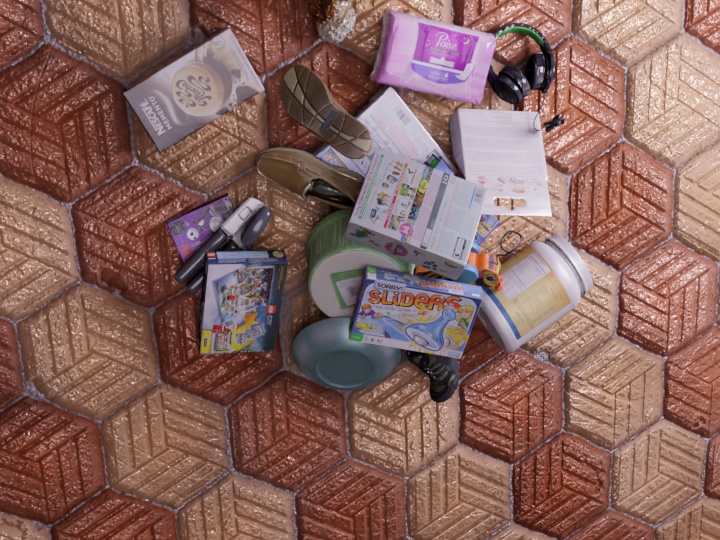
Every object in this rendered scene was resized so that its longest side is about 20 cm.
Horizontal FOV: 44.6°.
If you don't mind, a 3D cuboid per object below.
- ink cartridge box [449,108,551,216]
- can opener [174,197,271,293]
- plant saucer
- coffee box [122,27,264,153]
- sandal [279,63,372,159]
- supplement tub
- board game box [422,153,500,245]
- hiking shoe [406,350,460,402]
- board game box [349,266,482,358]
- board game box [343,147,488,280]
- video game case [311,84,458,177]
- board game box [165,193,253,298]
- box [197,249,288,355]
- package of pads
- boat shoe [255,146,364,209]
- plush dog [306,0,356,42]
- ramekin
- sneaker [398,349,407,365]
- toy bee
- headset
[{"bbox_3d":[0.246,-0.185,1.546,0.159,0.050,0.203,0,74,-14],"label":"ink cartridge box"},{"bbox_3d":[-0.230,-0.040,1.479,0.200,0.067,0.053,-45,110,1],"label":"can opener"},{"bbox_3d":[-0.026,0.163,1.573,0.198,0.039,0.203,1,135,1],"label":"plant saucer"},{"bbox_3d":[-0.271,-0.293,1.422,0.199,0.080,0.114,-33,111,-4],"label":"coffee box"},{"bbox_3d":[-0.059,-0.261,1.481,0.200,0.054,0.080,43,95,4],"label":"sandal"},{"bbox_3d":[0.312,0.039,1.621,0.199,0.145,0.145,-34,110,-3],"label":"supplement tub"},{"bbox_3d":[0.146,-0.096,1.567,0.135,0.034,0.200,-47,128,5],"label":"board game box"},{"bbox_3d":[0.127,0.157,1.596,0.099,0.076,0.202,-7,121,-14],"label":"hiking shoe"},{"bbox_3d":[0.090,0.072,1.469,0.197,0.035,0.137,9,126,-7],"label":"board game box"},{"bbox_3d":[0.091,-0.093,1.426,0.198,0.064,0.149,21,66,-1],"label":"board game box"},{"bbox_3d":[0.043,-0.189,1.545,0.181,0.045,0.200,-42,110,0],"label":"video game case"},{"bbox_3d":[-0.244,-0.019,1.532,0.119,0.032,0.202,-24,109,-2],"label":"board game box"},{"bbox_3d":[-0.205,0.057,1.509,0.135,0.038,0.202,-2,128,-20],"label":"box"},{"bbox_3d":[0.122,-0.364,1.500,0.197,0.076,0.122,9,107,-14],"label":"package of pads"},{"bbox_3d":[-0.088,-0.151,1.476,0.197,0.077,0.072,14,130,6],"label":"boat shoe"},{"bbox_3d":[-0.039,-0.477,1.379,0.159,0.172,0.201,30,97,-19],"label":"plush dog"},{"bbox_3d":[0.000,0.000,1.514,0.197,0.098,0.202,1,131,1],"label":"ramekin"},{"bbox_3d":[0.094,0.076,1.601,0.199,0.076,0.114,-43,136,5],"label":"sneaker"},{"bbox_3d":[0.200,0.007,1.535,0.109,0.198,0.132,47,62,-41],"label":"toy bee"},{"bbox_3d":[0.293,-0.336,1.530,0.122,0.094,0.202,-24,91,-9],"label":"headset"}]
